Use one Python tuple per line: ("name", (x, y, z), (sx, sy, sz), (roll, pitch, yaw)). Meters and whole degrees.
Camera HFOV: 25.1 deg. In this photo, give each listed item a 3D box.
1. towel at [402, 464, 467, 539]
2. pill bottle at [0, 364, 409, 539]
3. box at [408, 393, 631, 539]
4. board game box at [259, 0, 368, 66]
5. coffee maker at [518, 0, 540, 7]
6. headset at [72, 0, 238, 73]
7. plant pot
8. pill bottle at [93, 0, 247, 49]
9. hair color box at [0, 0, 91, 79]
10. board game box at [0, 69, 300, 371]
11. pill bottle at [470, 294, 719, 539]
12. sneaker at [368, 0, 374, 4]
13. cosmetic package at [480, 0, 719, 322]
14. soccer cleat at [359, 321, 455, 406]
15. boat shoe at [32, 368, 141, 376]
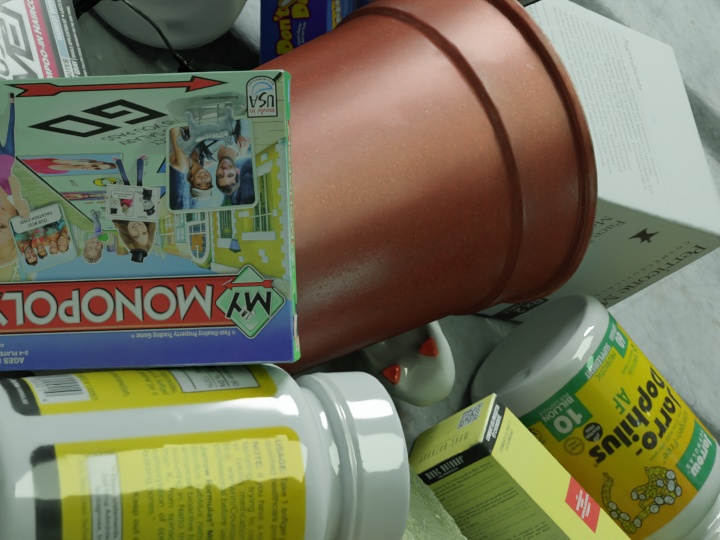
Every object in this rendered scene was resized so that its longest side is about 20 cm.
("towel", (0.055, 0.189, 0.908), (0.201, 0.036, 0.149), (57, 7, -26))
("pill bottle", (-0.084, 0.102, 0.762), (0.198, 0.114, 0.115), (-2, 64, -25))
("box", (0.119, 0.174, 1.035), (0.200, 0.075, 0.050), (46, 38, -14))
("board game box", (-0.024, -0.197, 1.037), (0.135, 0.044, 0.202), (-51, 145, -67))
("coffee maker", (0.048, -0.281, 0.978), (0.193, 0.134, 0.200), (59, 5, 34))
("headset", (-0.115, -0.081, 0.963), (0.123, 0.093, 0.202), (-32, 106, -50))
("plant pot", (-0.009, -0.041, 0.879), (0.194, 0.201, 0.202), (-25, 84, -33))
("pill bottle", (-0.100, -0.241, 1.041), (0.114, 0.114, 0.201), (42, 40, -20))
("hair color box", (-0.235, -0.114, 0.836), (0.199, 0.060, 0.100), (2, 64, -48))
("board game box", (-0.129, -0.022, 0.759), (0.029, 0.197, 0.136), (-31, 119, -86))
("pill bottle", (0.176, 0.124, 1.104), (0.200, 0.112, 0.113), (49, 37, -13))
("sneaker", (0.025, -0.122, 1.056), (0.075, 0.086, 0.202), (12, 60, -43))
("cosmetic package", (0.125, -0.074, 1.141), (0.199, 0.164, 0.167), (12, 57, -43))
("soccer cleat", (0.000, 0.000, 1.037), (0.201, 0.069, 0.078), (62, 4, 19))
("boat shoe", (-0.140, 0.031, 0.846), (0.199, 0.072, 0.069), (38, 40, -11))
